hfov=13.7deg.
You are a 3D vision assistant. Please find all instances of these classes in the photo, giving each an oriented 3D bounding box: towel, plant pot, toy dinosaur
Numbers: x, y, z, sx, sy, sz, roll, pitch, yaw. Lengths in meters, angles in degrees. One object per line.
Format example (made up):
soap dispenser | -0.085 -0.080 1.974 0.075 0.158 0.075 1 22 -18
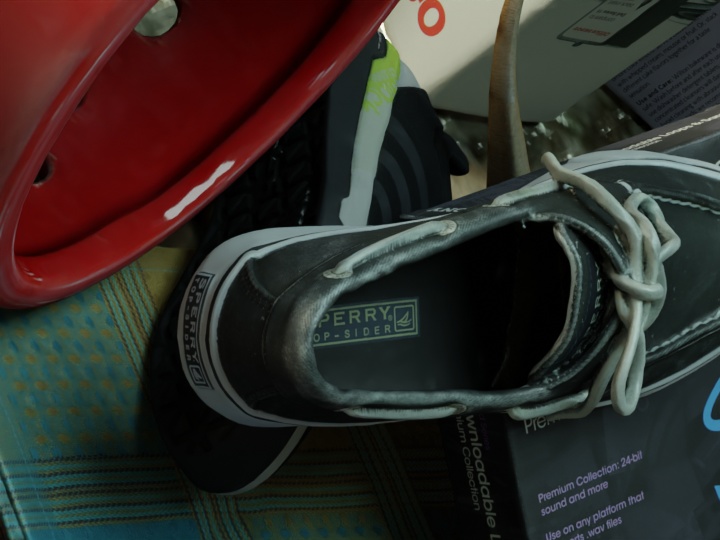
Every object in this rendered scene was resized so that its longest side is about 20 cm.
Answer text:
towel | -0.041 0.057 0.867 0.200 0.022 0.147 3 59 -49
plant pot | -0.091 -0.117 0.800 0.182 0.201 0.200 41 34 11
toy dinosaur | 0.049 -0.004 0.938 0.200 0.060 0.106 78 4 -51

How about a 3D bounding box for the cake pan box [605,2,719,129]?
cake pan box | 0.209 -0.085 1.116 0.184 0.200 0.052 39 40 -16

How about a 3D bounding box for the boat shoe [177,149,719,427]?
boat shoe | 0.051 0.005 0.803 0.199 0.068 0.074 -2 93 -36

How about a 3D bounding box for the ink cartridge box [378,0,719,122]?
ink cartridge box | 0.087 -0.163 1.042 0.083 0.200 0.147 8 56 -49

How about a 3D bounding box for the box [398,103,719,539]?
box | 0.090 0.061 0.901 0.143 0.036 0.201 -21 102 -38

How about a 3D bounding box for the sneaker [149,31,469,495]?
sneaker | 0.000 0.000 0.884 0.083 0.072 0.200 42 36 -22
